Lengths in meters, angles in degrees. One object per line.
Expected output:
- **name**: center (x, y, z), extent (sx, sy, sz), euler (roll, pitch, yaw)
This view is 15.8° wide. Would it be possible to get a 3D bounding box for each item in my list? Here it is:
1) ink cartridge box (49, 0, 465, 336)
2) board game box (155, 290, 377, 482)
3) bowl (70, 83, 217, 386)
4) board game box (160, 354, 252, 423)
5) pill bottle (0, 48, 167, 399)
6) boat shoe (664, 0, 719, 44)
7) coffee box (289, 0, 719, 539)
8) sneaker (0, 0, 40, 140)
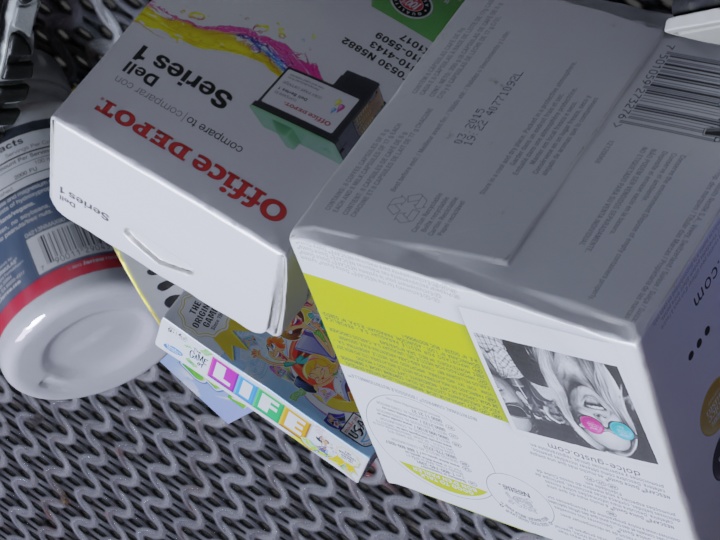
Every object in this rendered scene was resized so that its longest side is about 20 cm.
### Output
- **ink cartridge box**: center (-0.047, -0.088, 1.345), extent (0.145, 0.200, 0.084), euler (30, 151, 12)
- **board game box**: center (0.000, 0.000, 1.420), extent (0.134, 0.200, 0.034), euler (33, 151, 7)
- **bowl**: center (-0.081, -0.039, 1.528), extent (0.094, 0.201, 0.201), euler (-26, 123, 10)
- **board game box**: center (-0.121, 0.011, 1.739), extent (0.200, 0.037, 0.151), euler (42, 150, -10)
- **pill bottle**: center (-0.192, -0.033, 1.590), extent (0.120, 0.119, 0.200), euler (94, 154, -57)
- **boat shoe**: center (0.208, -0.137, 1.138), extent (0.074, 0.060, 0.200), euler (2, 174, -30)
- **coffee box**: center (0.118, 0.004, 1.295), extent (0.200, 0.200, 0.198), euler (16, 145, 33)
- **sneaker**: center (-0.241, -0.147, 1.533), extent (0.090, 0.200, 0.078), euler (30, -169, 35)
